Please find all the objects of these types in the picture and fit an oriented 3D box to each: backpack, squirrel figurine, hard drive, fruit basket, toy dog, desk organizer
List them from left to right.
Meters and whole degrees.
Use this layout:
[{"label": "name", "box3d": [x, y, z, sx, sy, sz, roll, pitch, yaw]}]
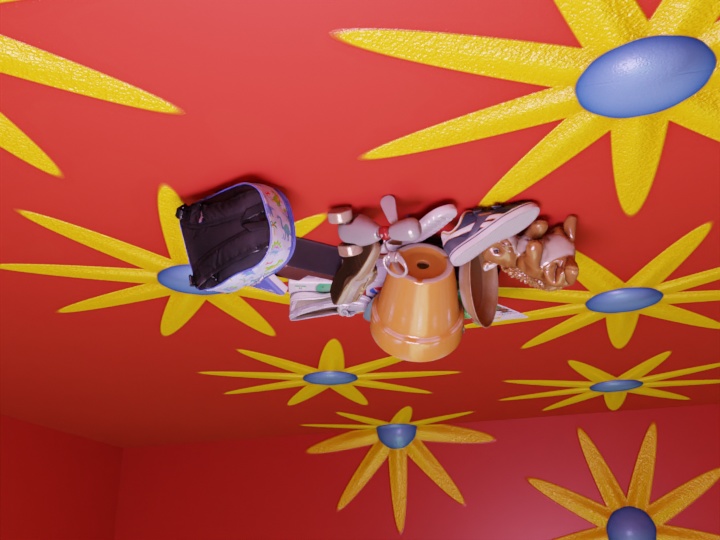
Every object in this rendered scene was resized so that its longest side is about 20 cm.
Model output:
[{"label": "hard drive", "box3d": [-0.254, -0.016, 1.592, 0.131, 0.025, 0.200, 14, 159, 33]}, {"label": "backpack", "box3d": [-0.213, -0.065, 1.385, 0.199, 0.184, 0.147, -22, 166, 30]}, {"label": "desk organizer", "box3d": [-0.090, -0.012, 1.652, 0.199, 0.072, 0.077, 13, 156, -30]}, {"label": "toy dog", "box3d": [0.035, -0.081, 1.452, 0.199, 0.096, 0.133, 21, 124, 23]}, {"label": "fruit basket", "box3d": [0.255, 0.091, 1.745, 0.199, 0.094, 0.185, 28, 160, -25]}, {"label": "squirrel figurine", "box3d": [0.345, -0.024, 1.566, 0.185, 0.142, 0.200, 3, 155, 6]}]

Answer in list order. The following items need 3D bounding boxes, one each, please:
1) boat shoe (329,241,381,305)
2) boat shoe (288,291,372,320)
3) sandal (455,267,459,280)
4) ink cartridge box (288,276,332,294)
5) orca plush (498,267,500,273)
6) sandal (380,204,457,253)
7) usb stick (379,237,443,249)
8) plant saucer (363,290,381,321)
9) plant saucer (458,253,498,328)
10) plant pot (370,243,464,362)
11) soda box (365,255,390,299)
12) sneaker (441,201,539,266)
[{"label": "boat shoe", "box3d": [0.000, 0.000, 1.577, 0.066, 0.074, 0.200, 3, 143, -28]}, {"label": "boat shoe", "box3d": [-0.070, 0.088, 1.775, 0.201, 0.065, 0.074, 1, 159, 5]}, {"label": "sandal", "box3d": [0.206, 0.010, 1.767, 0.075, 0.045, 0.200, 2, 172, 7]}, {"label": "ink cartridge box", "box3d": [-0.095, 0.049, 1.829, 0.160, 0.050, 0.200, 1, 155, -4]}, {"label": "orca plush", "box3d": [0.293, 0.010, 1.768, 0.105, 0.071, 0.200, 38, 172, 38]}, {"label": "sandal", "box3d": [0.113, -0.091, 1.506, 0.082, 0.050, 0.202, -1, 158, -47]}, {"label": "usb stick", "box3d": [0.090, -0.059, 1.597, 0.199, 0.033, 0.056, 6, 148, -17]}, {"label": "plant saucer", "box3d": [0.094, 0.060, 1.751, 0.200, 0.027, 0.200, -32, 161, -13]}, {"label": "plant saucer", "box3d": [0.246, 0.021, 1.583, 0.035, 0.201, 0.200, -4, 159, 26]}, {"label": "plant pot", "box3d": [0.122, 0.053, 1.548, 0.199, 0.201, 0.184, 0, 131, -3]}, {"label": "soda box", "box3d": [0.046, 0.030, 1.768, 0.068, 0.064, 0.200, -1, 158, 1]}, {"label": "sneaker", "box3d": [0.250, -0.093, 1.479, 0.199, 0.080, 0.078, -30, 150, 2]}]
